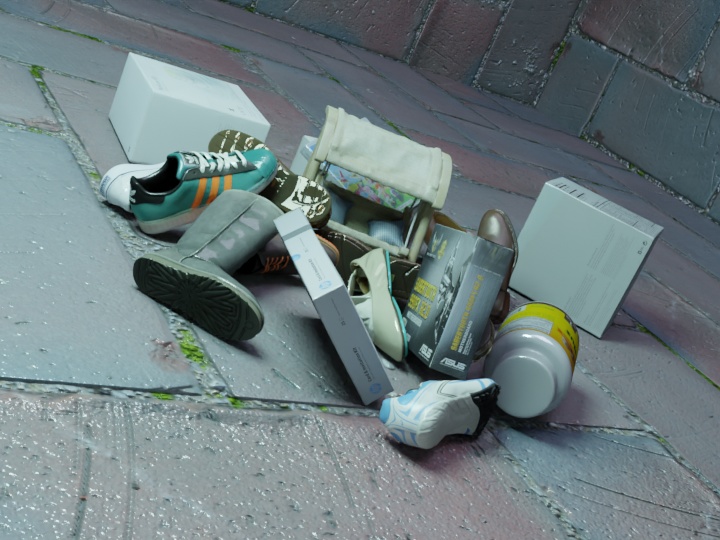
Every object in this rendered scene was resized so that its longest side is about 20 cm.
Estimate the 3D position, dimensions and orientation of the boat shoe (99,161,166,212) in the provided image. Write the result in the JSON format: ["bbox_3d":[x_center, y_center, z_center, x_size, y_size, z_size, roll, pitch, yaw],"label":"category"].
[{"bbox_3d":[-0.261,-0.108,1.360,0.065,0.074,0.199,38,33,24],"label":"boat shoe"}]

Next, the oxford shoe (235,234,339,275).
[{"bbox_3d":[-0.119,-0.015,1.287,0.198,0.072,0.073,8,33,-19],"label":"oxford shoe"}]

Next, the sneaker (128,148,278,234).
[{"bbox_3d":[-0.200,-0.120,1.275,0.199,0.080,0.071,-26,43,-15],"label":"sneaker"}]

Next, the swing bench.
[{"bbox_3d":[0.010,-0.109,1.464,0.198,0.201,0.130,20,19,-10],"label":"swing bench"}]

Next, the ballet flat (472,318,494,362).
[{"bbox_3d":[0.133,0.085,1.285,0.047,0.067,0.200,58,-6,-13],"label":"ballet flat"}]

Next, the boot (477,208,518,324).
[{"bbox_3d":[0.163,-0.028,1.430,0.064,0.188,0.200,-11,-20,28],"label":"boot"}]

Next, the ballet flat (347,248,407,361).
[{"bbox_3d":[0.017,0.045,1.276,0.069,0.070,0.201,17,32,-18],"label":"ballet flat"}]

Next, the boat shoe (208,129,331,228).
[{"bbox_3d":[-0.125,-0.118,1.366,0.199,0.072,0.068,34,-14,12],"label":"boat shoe"}]

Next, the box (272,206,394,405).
[{"bbox_3d":[-0.033,0.037,1.134,0.157,0.041,0.200,66,-5,-32],"label":"box"}]

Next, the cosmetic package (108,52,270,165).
[{"bbox_3d":[-0.277,-0.240,1.592,0.199,0.124,0.200,11,23,-30],"label":"cosmetic package"}]

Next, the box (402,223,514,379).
[{"bbox_3d":[0.108,0.031,1.205,0.048,0.159,0.200,19,4,-12],"label":"box"}]

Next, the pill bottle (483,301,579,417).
[{"bbox_3d":[0.217,0.114,1.262,0.109,0.110,0.200,27,20,9],"label":"pill bottle"}]

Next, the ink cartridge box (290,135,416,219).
[{"bbox_3d":[-0.003,-0.153,1.745,0.199,0.083,0.147,8,26,-38],"label":"ink cartridge box"}]

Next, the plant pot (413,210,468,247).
[{"bbox_3d":[0.164,-0.027,1.593,0.200,0.027,0.200,41,18,-16],"label":"plant pot"}]

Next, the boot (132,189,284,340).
[{"bbox_3d":[-0.144,-0.014,1.166,0.181,0.073,0.200,30,32,15],"label":"boot"}]

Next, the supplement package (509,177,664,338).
[{"bbox_3d":[0.377,-0.028,1.701,0.199,0.192,0.147,30,19,16],"label":"supplement package"}]

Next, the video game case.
[{"bbox_3d":[0.015,-0.161,1.644,0.182,0.022,0.200,48,37,5],"label":"video game case"}]

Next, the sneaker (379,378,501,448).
[{"bbox_3d":[0.094,0.148,1.094,0.072,0.072,0.199,27,15,31],"label":"sneaker"}]

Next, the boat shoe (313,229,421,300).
[{"bbox_3d":[0.000,0.000,1.396,0.199,0.072,0.076,22,-7,-5],"label":"boat shoe"}]
